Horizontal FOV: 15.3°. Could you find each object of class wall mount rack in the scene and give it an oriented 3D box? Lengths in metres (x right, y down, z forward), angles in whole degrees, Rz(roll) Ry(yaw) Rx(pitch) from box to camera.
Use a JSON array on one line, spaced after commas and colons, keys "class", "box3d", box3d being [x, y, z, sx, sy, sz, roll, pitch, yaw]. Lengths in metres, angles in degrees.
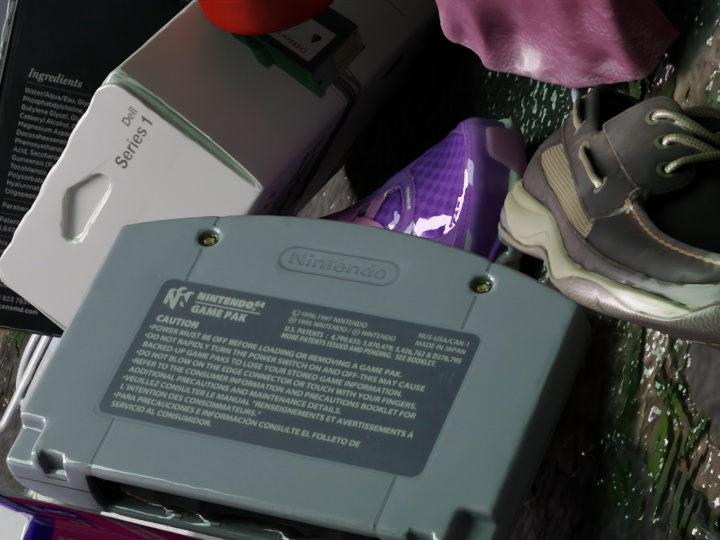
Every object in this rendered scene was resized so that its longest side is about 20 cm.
[{"class": "wall mount rack", "box3d": [-0.198, 0.040, 1.633, 0.174, 0.074, 0.200, -65, 23, 9]}]

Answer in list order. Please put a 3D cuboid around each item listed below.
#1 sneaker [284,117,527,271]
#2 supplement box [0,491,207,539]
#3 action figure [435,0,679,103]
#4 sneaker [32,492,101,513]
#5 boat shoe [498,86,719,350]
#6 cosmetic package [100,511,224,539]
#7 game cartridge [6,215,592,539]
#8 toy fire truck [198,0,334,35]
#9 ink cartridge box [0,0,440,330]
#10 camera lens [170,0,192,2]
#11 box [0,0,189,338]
[{"class": "sneaker", "box3d": [0.000, 0.000, 1.124, 0.200, 0.088, 0.081, -48, 32, 49]}, {"class": "supplement box", "box3d": [-0.053, 0.154, 0.988, 0.101, 0.200, 0.104, 4, 78, 69]}, {"class": "action figure", "box3d": [0.065, -0.160, 0.976, 0.200, 0.134, 0.149, 72, -147, -45]}, {"class": "sneaker", "box3d": [-0.153, 0.143, 1.439, 0.105, 0.076, 0.200, 155, 127, -65]}, {"class": "boat shoe", "box3d": [0.101, -0.023, 0.896, 0.073, 0.074, 0.200, -72, 22, 8]}, {"class": "cosmetic package", "box3d": [-0.043, 0.115, 1.127, 0.200, 0.107, 0.085, -53, 30, 42]}, {"class": "game cartridge", "box3d": [-0.020, 0.042, 1.012, 0.133, 0.200, 0.042, -62, -30, -35]}, {"class": "toy fire truck", "box3d": [-0.040, -0.201, 1.118, 0.168, 0.112, 0.200, -39, 43, -20]}, {"class": "ink cartridge box", "box3d": [-0.056, -0.064, 1.193, 0.200, 0.084, 0.146, -50, -4, -47]}, {"class": "camera lens", "box3d": [-0.074, -0.244, 1.343, 0.200, 0.160, 0.160, -53, 25, 11]}, {"class": "box", "box3d": [-0.192, -0.071, 1.469, 0.200, 0.124, 0.197, 12, 92, 58]}]
